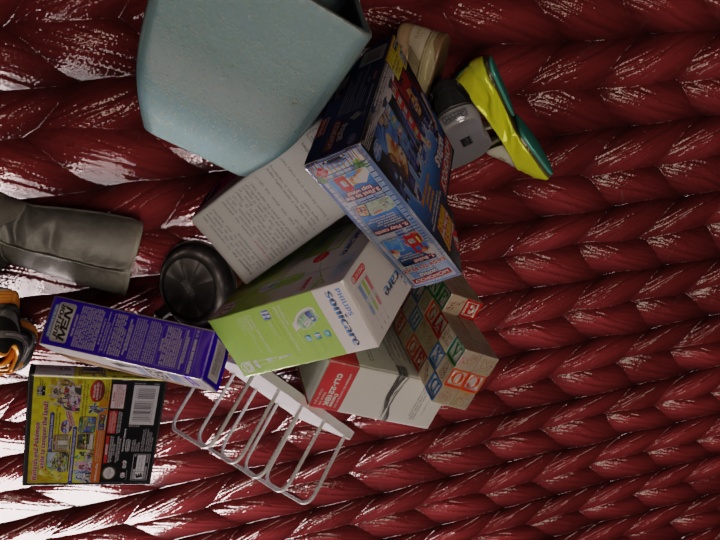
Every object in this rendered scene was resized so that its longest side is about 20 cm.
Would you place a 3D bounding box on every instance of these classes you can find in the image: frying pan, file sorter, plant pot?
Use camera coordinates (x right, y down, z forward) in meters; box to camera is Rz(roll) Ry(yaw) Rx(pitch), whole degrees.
[{"bbox_3d":[-0.245,0.028,0.910,0.186,0.031,0.117,-13,95,19],"label":"frying pan"},{"bbox_3d":[-0.138,0.219,0.981,0.200,0.138,0.126,42,69,-33],"label":"file sorter"},{"bbox_3d":[-0.126,-0.221,0.714,0.193,0.198,0.202,24,116,-19],"label":"plant pot"}]

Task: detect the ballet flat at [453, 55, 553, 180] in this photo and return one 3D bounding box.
[{"bbox_3d":[0.184,-0.190,0.929,0.066,0.068,0.201,-25,124,24],"label":"ballet flat"}]

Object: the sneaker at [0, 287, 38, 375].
[{"bbox_3d":[-0.427,0.091,0.830,0.077,0.079,0.200,-8,159,-18],"label":"sneaker"}]

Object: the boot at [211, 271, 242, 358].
[{"bbox_3d":[-0.169,0.024,0.931,0.196,0.074,0.157,-20,116,-5],"label":"boot"}]

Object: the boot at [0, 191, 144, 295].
[{"bbox_3d":[-0.379,-0.005,0.845,0.197,0.073,0.184,15,116,-33],"label":"boot"}]

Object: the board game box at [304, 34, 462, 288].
[{"bbox_3d":[0.040,-0.094,0.705,0.061,0.202,0.201,-15,127,27],"label":"board game box"}]

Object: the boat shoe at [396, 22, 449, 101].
[{"bbox_3d":[0.053,-0.196,0.852,0.063,0.071,0.203,20,125,10],"label":"boat shoe"}]

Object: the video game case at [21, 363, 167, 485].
[{"bbox_3d":[-0.377,0.223,0.998,0.177,0.026,0.203,6,118,-22],"label":"video game case"}]

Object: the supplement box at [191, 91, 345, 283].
[{"bbox_3d":[-0.078,-0.093,0.796,0.198,0.102,0.104,-35,110,18],"label":"supplement box"}]

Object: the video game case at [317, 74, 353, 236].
[{"bbox_3d":[-0.034,-0.124,0.852,0.198,0.018,0.143,-33,110,24],"label":"video game case"}]

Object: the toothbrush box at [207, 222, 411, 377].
[{"bbox_3d":[-0.050,0.028,0.795,0.197,0.146,0.087,-15,115,34],"label":"toothbrush box"}]

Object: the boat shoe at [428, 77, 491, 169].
[{"bbox_3d":[0.120,-0.177,0.863,0.068,0.200,0.058,-23,80,7],"label":"boat shoe"}]

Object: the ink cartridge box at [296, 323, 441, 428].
[{"bbox_3d":[0.013,0.132,1.003,0.197,0.145,0.085,15,115,-25],"label":"ink cartridge box"}]

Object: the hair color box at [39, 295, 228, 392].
[{"bbox_3d":[-0.270,0.093,0.860,0.196,0.110,0.066,13,73,3],"label":"hair color box"}]

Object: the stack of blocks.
[{"bbox_3d":[0.114,0.077,0.971,0.058,0.201,0.116,17,115,-26],"label":"stack of blocks"}]

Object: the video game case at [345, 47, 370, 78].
[{"bbox_3d":[-0.026,-0.170,0.887,0.178,0.023,0.204,-12,121,-12],"label":"video game case"}]
